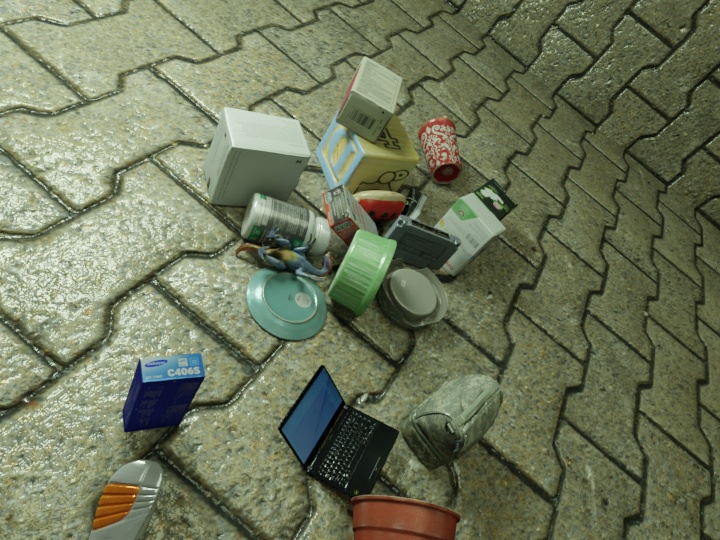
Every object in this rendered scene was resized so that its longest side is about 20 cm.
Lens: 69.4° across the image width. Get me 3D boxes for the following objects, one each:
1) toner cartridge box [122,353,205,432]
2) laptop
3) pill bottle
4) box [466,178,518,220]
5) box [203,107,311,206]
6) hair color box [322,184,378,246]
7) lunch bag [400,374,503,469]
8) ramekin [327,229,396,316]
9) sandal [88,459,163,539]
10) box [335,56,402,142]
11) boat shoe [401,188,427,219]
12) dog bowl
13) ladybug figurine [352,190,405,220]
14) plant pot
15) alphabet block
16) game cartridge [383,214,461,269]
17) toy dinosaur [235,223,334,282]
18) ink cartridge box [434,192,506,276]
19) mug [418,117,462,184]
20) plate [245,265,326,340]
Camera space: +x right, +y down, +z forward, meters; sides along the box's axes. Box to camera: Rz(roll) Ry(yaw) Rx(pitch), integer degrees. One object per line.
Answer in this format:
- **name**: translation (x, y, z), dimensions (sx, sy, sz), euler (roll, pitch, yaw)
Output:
- **toner cartridge box**: translation (-0.327, 0.204, 0.856), dimensions (0.095, 0.200, 0.043), euler (0, 55, -34)
- **laptop**: translation (-0.035, 0.315, 1.023), dimensions (0.199, 0.104, 0.177), euler (24, 43, 13)
- **pill bottle**: translation (-0.178, -0.106, 1.263), dimensions (0.199, 0.113, 0.113), euler (16, 49, -21)
- **box**: translation (0.380, -0.179, 1.663), dimensions (0.124, 0.149, 0.200), euler (49, 44, 8)
- **box**: translation (-0.258, -0.267, 1.277), dimensions (0.199, 0.199, 0.131), euler (0, 55, -33)
- **hair color box**: translation (-0.017, -0.118, 1.343), dimensions (0.200, 0.064, 0.111), euler (46, 26, -53)
- **lunch bag**: translation (0.207, 0.320, 1.138), dimensions (0.200, 0.168, 0.140), euler (-26, 72, -43)
- **ramekin**: translation (0.000, 0.000, 1.243), dimensions (0.097, 0.200, 0.200), euler (26, 45, -3)
- **sandal**: translation (-0.366, 0.393, 0.789), dimensions (0.079, 0.059, 0.207), euler (18, 67, 2)
- **box**: translation (0.025, -0.465, 1.415), dimensions (0.127, 0.109, 0.201), euler (26, 45, -12)
- **boat shoe**: translation (0.146, -0.190, 1.570), dimensions (0.068, 0.074, 0.200), euler (39, 44, -7)
- **dog bowl**: translation (0.130, 0.066, 1.369), dimensions (0.199, 0.059, 0.201), euler (18, 47, -21)
- **ladybug figurine**: translation (0.049, -0.180, 1.470), dimensions (0.199, 0.135, 0.072), euler (-2, 87, -47)
- **plant pot**: translation (0.065, 0.512, 0.889), dimensions (0.200, 0.201, 0.196), euler (23, 55, -17)
- **alphabet block**: translation (0.016, -0.334, 1.518), dimensions (0.199, 0.195, 0.197), euler (-2, 59, -35)
- **game cartridge**: translation (0.161, -0.071, 1.444), dimensions (0.199, 0.133, 0.041), euler (20, 40, -20)
- **toy dinosaur**: translation (-0.155, -0.036, 1.229), dimensions (0.181, 0.199, 0.105), euler (37, 67, -50)
- **ink cartridge box**: translation (0.296, -0.102, 1.512), dimensions (0.145, 0.200, 0.087), euler (50, 42, 12)
- **mug**: translation (0.300, -0.406, 1.809), dimensions (0.177, 0.133, 0.201), euler (10, 54, -24)
- **plate**: translation (-0.164, 0.067, 1.199), dimensions (0.199, 0.026, 0.201), euler (18, 47, -20)
